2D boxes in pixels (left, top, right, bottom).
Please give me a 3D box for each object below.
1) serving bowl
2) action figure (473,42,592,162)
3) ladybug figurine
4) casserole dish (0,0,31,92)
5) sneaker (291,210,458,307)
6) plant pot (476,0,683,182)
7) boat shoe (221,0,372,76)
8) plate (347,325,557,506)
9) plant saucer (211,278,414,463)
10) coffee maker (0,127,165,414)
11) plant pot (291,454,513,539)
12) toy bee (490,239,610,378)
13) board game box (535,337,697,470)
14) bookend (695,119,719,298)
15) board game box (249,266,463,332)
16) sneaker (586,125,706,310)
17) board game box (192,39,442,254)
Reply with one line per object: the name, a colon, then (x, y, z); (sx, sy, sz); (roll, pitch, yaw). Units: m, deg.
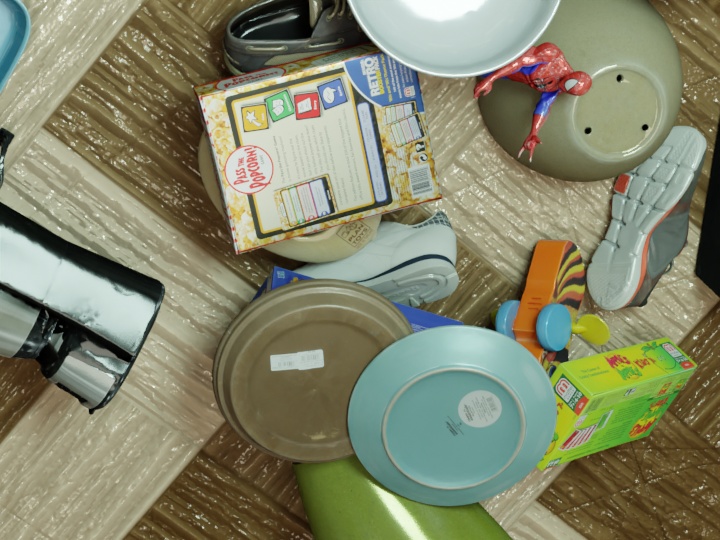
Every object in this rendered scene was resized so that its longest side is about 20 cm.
serving bowl: (0.078, -0.267, 1.444); (0.199, 0.066, 0.202); (0, 93, -6)
action figure: (0.112, -0.168, 1.491); (0.099, 0.199, 0.065); (-60, 143, -19)
ladybug figurine: (-0.066, -0.087, 1.564); (0.200, 0.072, 0.136); (37, 99, -21)
casserole dish: (-0.378, -0.190, 1.481); (0.121, 0.039, 0.201); (28, 104, -20)
sneaker: (0.000, 0.000, 1.618); (0.199, 0.081, 0.076); (-12, 148, 12)
plant pot: (0.221, -0.167, 1.558); (0.199, 0.135, 0.202); (-4, 111, -9)
boat shoe: (-0.032, -0.229, 1.502); (0.199, 0.073, 0.075); (-24, 72, -2)
plate: (0.087, 0.144, 1.551); (0.199, 0.026, 0.201); (0, 117, -1)
plant saucer: (-0.039, 0.101, 1.550); (0.199, 0.030, 0.201); (-3, 118, -6)
coffee maker: (-0.285, 0.007, 1.525); (0.199, 0.135, 0.193); (27, 103, -20)
plant pot: (0.025, 0.248, 1.672); (0.187, 0.187, 0.201); (-34, 96, 3)
toy bee: (0.177, 0.074, 1.653); (0.200, 0.131, 0.109); (-50, 133, -9)
board game box: (0.246, 0.131, 1.655); (0.199, 0.048, 0.102); (-8, 136, -49)
bookend: (0.459, -0.071, 1.665); (0.199, 0.092, 0.200); (1, 111, -13)
board game box: (-0.017, 0.074, 1.614); (0.199, 0.045, 0.135); (17, 143, -17)
sneaker: (0.298, -0.051, 1.666); (0.082, 0.077, 0.201); (11, 112, -44)
board game box: (-0.037, -0.115, 1.496); (0.199, 0.046, 0.152); (-15, 110, -9)
